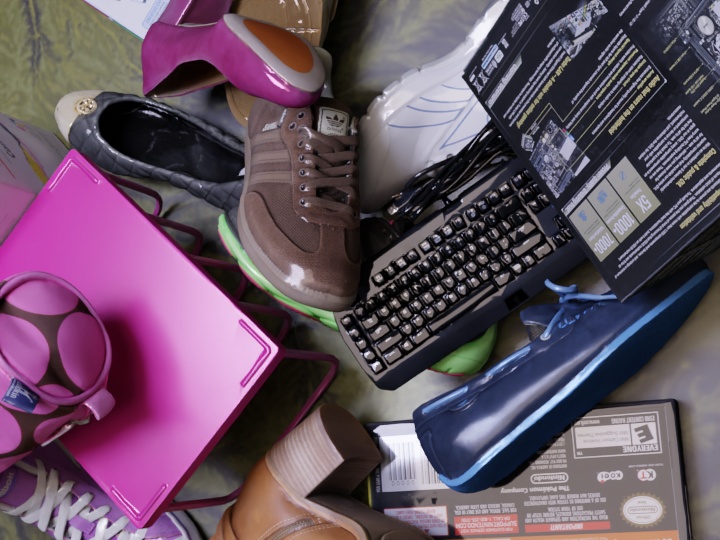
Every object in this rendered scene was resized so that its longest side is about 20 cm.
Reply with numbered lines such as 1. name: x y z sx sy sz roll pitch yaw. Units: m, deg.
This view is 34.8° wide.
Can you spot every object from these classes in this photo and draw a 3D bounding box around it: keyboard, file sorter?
1. keyboard: 0.065 -0.023 0.682 0.199 0.040 0.104 -36 80 2
2. file sorter: -0.135 0.046 0.762 0.200 0.125 0.139 42 99 22

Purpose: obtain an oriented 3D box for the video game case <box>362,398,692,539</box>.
1. video game case: 0.102 0.178 0.705 0.198 0.025 0.182 -7 80 20

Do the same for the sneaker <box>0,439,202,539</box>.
1. sneaker: -0.199 0.166 0.779 0.200 0.114 0.073 33 94 21

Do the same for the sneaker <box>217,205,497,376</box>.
1. sneaker: 0.000 0.000 0.749 0.199 0.077 0.084 23 86 13

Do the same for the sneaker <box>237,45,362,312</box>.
1. sneaker: -0.033 -0.063 0.691 0.076 0.070 0.201 -61 29 32

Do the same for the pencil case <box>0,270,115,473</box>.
1. pencil case: -0.232 0.087 0.688 0.200 0.091 0.094 -34 105 36

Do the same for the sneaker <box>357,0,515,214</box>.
1. sneaker: 0.072 -0.099 0.730 0.200 0.074 0.087 -40 77 14

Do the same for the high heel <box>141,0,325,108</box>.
1. high heel: -0.088 -0.119 0.723 0.200 0.067 0.096 44 116 44

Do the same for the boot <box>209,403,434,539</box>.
1. boot: -0.024 0.203 0.708 0.155 0.073 0.201 -50 45 24

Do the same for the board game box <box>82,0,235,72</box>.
1. board game box: -0.152 -0.255 0.855 0.199 0.040 0.154 36 96 22

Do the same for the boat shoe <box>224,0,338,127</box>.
1. boat shoe: -0.042 -0.194 0.789 0.073 0.069 0.201 20 112 16

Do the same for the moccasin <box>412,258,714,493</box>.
1. moccasin: 0.114 0.045 0.672 0.199 0.081 0.068 -37 62 -4

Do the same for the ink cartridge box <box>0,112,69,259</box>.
1. ink cartridge box: -0.257 -0.060 0.784 0.116 0.200 0.068 44 100 20

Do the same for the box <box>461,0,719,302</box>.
1. box: 0.161 -0.108 0.579 0.086 0.200 0.164 -24 72 -30

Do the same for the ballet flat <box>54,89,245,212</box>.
1. ballet flat: -0.133 -0.092 0.810 0.199 0.057 0.067 21 65 20
